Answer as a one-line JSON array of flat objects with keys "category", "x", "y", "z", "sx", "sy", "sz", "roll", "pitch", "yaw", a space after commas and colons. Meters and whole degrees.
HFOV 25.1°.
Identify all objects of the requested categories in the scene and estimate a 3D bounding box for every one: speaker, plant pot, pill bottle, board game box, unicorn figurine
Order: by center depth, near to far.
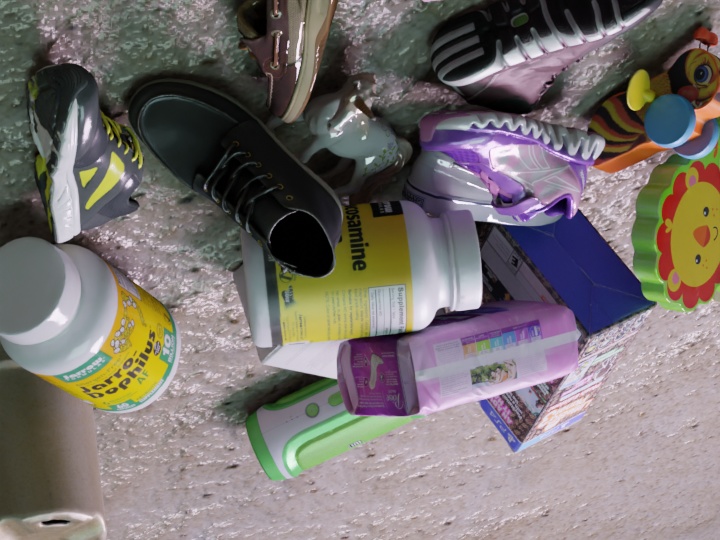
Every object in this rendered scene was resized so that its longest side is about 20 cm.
[{"category": "unicorn figurine", "x": -0.018, "y": -0.111, "z": 1.355, "sx": 0.137, "sy": 0.074, "sz": 0.200, "roll": -32, "pitch": 166, "yaw": 20}, {"category": "pill bottle", "x": -0.240, "y": 0.044, "z": 1.382, "sx": 0.112, "sy": 0.114, "sz": 0.200, "roll": -27, "pitch": 154, "yaw": 8}, {"category": "pill bottle", "x": 0.000, "y": 0.000, "z": 1.383, "sx": 0.197, "sy": 0.113, "sz": 0.113, "roll": -6, "pitch": 146, "yaw": -4}, {"category": "plant pot", "x": -0.317, "y": 0.180, "z": 1.486, "sx": 0.198, "sy": 0.185, "sz": 0.201, "roll": -15, "pitch": 147, "yaw": -10}, {"category": "board game box", "x": 0.174, "y": 0.050, "z": 1.598, "sx": 0.096, "sy": 0.160, "sz": 0.201, "roll": -21, "pitch": 152, "yaw": -33}, {"category": "speaker", "x": -0.018, "y": 0.149, "z": 1.714, "sx": 0.198, "sy": 0.089, "sz": 0.089, "roll": -25, "pitch": 148, "yaw": 5}]

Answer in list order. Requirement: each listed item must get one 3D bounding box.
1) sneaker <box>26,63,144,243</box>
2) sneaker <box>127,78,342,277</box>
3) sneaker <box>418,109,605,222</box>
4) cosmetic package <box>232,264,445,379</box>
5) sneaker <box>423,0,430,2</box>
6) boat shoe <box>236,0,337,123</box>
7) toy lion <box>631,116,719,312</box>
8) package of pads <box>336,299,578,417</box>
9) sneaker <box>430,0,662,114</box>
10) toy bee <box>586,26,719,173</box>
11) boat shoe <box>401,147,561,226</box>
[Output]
[{"category": "sneaker", "x": -0.210, "y": -0.100, "z": 1.261, "sx": 0.084, "sy": 0.075, "sz": 0.200, "roll": -17, "pitch": 157, "yaw": -19}, {"category": "sneaker", "x": -0.093, "y": -0.075, "z": 1.254, "sx": 0.199, "sy": 0.106, "sz": 0.075, "roll": 33, "pitch": 103, "yaw": -13}, {"category": "sneaker", "x": 0.130, "y": -0.089, "z": 1.398, "sx": 0.199, "sy": 0.080, "sz": 0.090, "roll": 8, "pitch": 93, "yaw": -40}, {"category": "cosmetic package", "x": -0.012, "y": 0.040, "z": 1.538, "sx": 0.199, "sy": 0.108, "sz": 0.085, "roll": 17, "pitch": 131, "yaw": -44}, {"category": "sneaker", "x": 0.127, "y": -0.256, "z": 1.242, "sx": 0.198, "sy": 0.071, "sz": 0.082, "roll": -13, "pitch": 164, "yaw": -10}, {"category": "boat shoe", "x": -0.059, "y": -0.188, "z": 1.229, "sx": 0.071, "sy": 0.073, "sz": 0.200, "roll": 17, "pitch": 152, "yaw": -3}, {"category": "toy lion", "x": 0.329, "y": -0.056, "z": 1.536, "sx": 0.068, "sy": 0.202, "sz": 0.191, "roll": 8, "pitch": 170, "yaw": 46}, {"category": "package of pads", "x": 0.088, "y": 0.078, "z": 1.466, "sx": 0.198, "sy": 0.077, "sz": 0.120, "roll": -12, "pitch": -177, "yaw": -35}, {"category": "sneaker", "x": 0.163, "y": -0.191, "z": 1.351, "sx": 0.198, "sy": 0.076, "sz": 0.116, "roll": -18, "pitch": 154, "yaw": 14}, {"category": "toy bee", "x": 0.296, "y": -0.157, "z": 1.462, "sx": 0.198, "sy": 0.110, "sz": 0.131, "roll": -6, "pitch": 166, "yaw": 15}, {"category": "boat shoe", "x": 0.124, "y": -0.083, "z": 1.475, "sx": 0.199, "sy": 0.073, "sz": 0.066, "roll": -3, "pitch": 119, "yaw": -47}]
